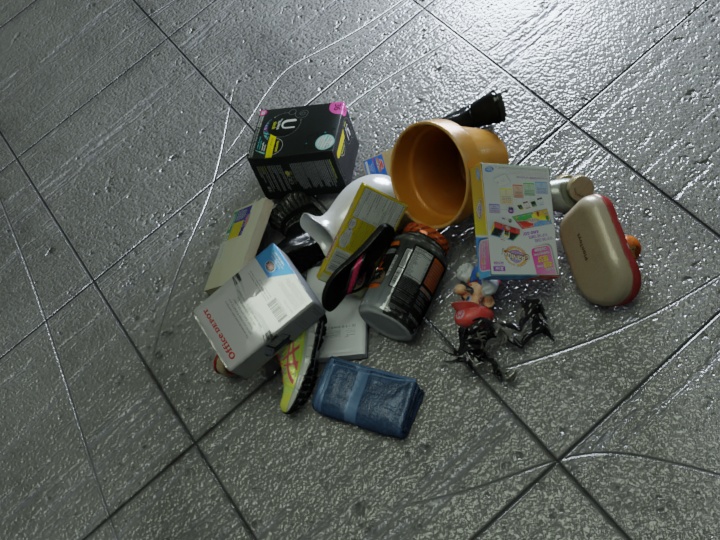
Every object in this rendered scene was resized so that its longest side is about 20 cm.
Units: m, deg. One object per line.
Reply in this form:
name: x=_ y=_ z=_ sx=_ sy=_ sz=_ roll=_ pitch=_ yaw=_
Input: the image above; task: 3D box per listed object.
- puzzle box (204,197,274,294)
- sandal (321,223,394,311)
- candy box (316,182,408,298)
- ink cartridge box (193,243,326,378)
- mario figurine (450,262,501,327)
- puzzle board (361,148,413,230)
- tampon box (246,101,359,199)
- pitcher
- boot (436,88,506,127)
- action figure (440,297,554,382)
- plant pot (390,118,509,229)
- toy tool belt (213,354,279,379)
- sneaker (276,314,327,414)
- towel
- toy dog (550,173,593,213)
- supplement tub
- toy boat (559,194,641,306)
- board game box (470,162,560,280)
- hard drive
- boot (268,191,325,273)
puzzle box: x=-0.254 y=-0.050 z=1.885 sx=0.132 sy=0.025 sz=0.204 roll=-14 pitch=51 yaw=51
sandal: x=0.000 y=0.000 z=1.676 sx=0.201 sy=0.075 sz=0.045 roll=-49 pitch=62 yaw=3
candy box: x=0.002 y=-0.056 z=1.711 sx=0.203 sy=0.101 sz=0.026 roll=-63 pitch=24 yaw=11
ink cartridge box: x=-0.186 y=0.076 z=1.653 sx=0.199 sy=0.086 sz=0.147 roll=-39 pitch=67 yaw=4
mario figurine: x=0.217 y=0.013 z=1.667 sx=0.104 sy=0.124 sz=0.203 roll=17 pitch=61 yaw=17
puzzle board: x=0.092 y=-0.178 z=1.882 sx=0.148 sy=0.017 sz=0.203 roll=-20 pitch=56 yaw=9
tampon box: x=-0.119 y=-0.257 z=1.923 sx=0.195 sy=0.127 sz=0.152 roll=-4 pitch=51 yaw=17
pitcher: x=0.002 y=-0.084 z=1.782 sx=0.198 sy=0.174 sz=0.121 roll=-33 pitch=11 yaw=-24
boot: x=0.188 y=-0.301 z=1.829 sx=0.196 sy=0.165 sz=0.067 roll=-18 pitch=89 yaw=-3
action figure: x=0.245 y=0.128 z=1.593 sx=0.197 sy=0.120 sz=0.102 roll=-27 pitch=38 yaw=-6
plant pot: x=0.188 y=-0.197 z=1.743 sx=0.181 sy=0.204 sz=0.199 roll=-17 pitch=44 yaw=-42
toy tool belt: x=-0.193 y=0.126 z=1.744 sx=0.121 sy=0.125 sz=0.202 roll=16 pitch=68 yaw=35
sneaker: x=-0.127 y=0.168 z=1.700 sx=0.088 sy=0.078 sz=0.205 roll=13 pitch=84 yaw=15
towel: x=0.010 y=0.233 z=1.655 sx=0.196 sy=0.049 sz=0.113 roll=13 pitch=67 yaw=25
toy dog: x=0.351 y=-0.118 z=1.713 sx=0.196 sy=0.132 sz=0.098 roll=-13 pitch=99 yaw=18
supplement tub: x=0.087 y=0.020 z=1.706 sx=0.120 sy=0.123 sz=0.203 roll=17 pitch=67 yaw=27
toy boat: x=0.453 y=-0.035 z=1.623 sx=0.128 sy=0.131 sz=0.204 roll=-2 pitch=64 yaw=-25
board game box: x=0.276 y=-0.086 z=1.608 sx=0.150 sy=0.040 sz=0.205 roll=1 pitch=79 yaw=-24
hard drive: x=-0.048 y=0.082 z=1.775 sx=0.129 sy=0.025 sz=0.204 roll=-7 pitch=59 yaw=15
boot: x=-0.149 y=-0.072 z=1.842 sx=0.209 sy=0.081 sz=0.157 roll=-27 pitch=53 yaw=-34
